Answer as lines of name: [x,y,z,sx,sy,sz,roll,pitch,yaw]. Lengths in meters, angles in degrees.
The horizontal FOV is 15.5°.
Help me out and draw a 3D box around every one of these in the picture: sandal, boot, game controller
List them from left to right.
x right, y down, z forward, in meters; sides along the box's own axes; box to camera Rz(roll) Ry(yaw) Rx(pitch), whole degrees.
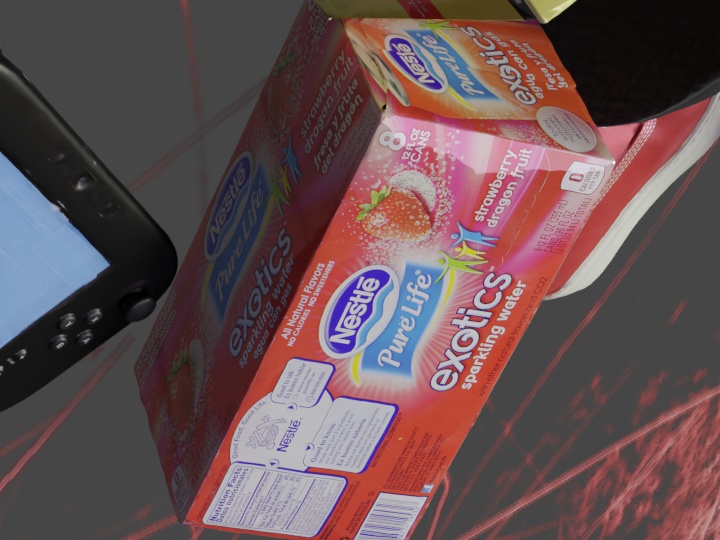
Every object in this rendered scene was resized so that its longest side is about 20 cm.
game controller: [-0.132,-0.009,0.890,0.104,0.042,0.200,-44,152,-3]
boot: [0.074,-0.056,1.088,0.144,0.072,0.200,-12,141,-45]
sandal: [0.139,-0.102,0.999,0.200,0.076,0.048,-13,175,37]

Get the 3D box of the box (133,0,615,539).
box: [0.000,0.000,0.998,0.099,0.096,0.201,9,125,-27]

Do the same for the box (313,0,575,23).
box: [0.032,-0.117,0.831,0.075,0.050,0.200,-39,-163,-12]
